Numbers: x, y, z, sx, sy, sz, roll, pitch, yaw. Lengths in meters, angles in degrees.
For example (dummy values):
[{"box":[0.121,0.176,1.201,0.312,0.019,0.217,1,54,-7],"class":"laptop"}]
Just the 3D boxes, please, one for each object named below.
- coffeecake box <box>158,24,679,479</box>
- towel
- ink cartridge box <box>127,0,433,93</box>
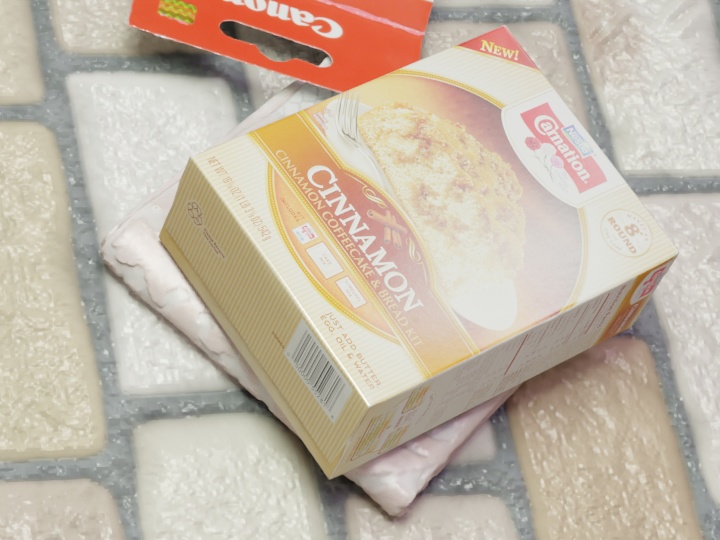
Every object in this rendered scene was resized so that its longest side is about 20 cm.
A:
[{"box":[0.029,-0.013,1.408,0.199,0.073,0.154,-25,68,-32],"class":"coffeecake box"},{"box":[0.000,0.000,1.454,0.200,0.032,0.191,40,55,9],"class":"towel"},{"box":[-0.030,-0.185,1.531,0.161,0.050,0.201,17,42,-8],"class":"ink cartridge box"}]
